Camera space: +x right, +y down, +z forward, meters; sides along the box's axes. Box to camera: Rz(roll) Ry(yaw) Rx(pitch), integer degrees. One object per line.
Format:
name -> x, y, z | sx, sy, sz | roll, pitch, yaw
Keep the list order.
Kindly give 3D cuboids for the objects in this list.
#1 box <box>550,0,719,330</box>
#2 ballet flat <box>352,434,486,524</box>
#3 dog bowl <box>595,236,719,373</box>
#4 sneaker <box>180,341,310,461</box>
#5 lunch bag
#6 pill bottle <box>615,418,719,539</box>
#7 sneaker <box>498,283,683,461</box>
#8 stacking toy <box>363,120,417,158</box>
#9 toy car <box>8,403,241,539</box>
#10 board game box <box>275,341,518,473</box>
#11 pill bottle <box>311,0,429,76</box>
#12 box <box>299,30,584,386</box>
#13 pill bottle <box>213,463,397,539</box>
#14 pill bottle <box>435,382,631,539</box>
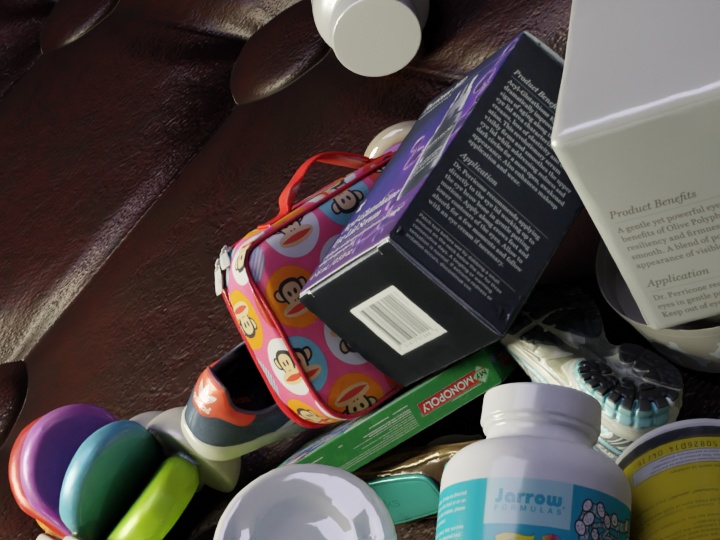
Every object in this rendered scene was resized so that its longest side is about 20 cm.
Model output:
box -> 0.246, -0.106, 1.210 | 0.197, 0.172, 0.201 | -16, 38, 25
ballet flat -> 0.077, 0.141, 1.340 | 0.199, 0.068, 0.072 | -11, 28, 46
dog bowl -> 0.260, -0.015, 1.293 | 0.199, 0.059, 0.201 | -23, 36, 17
sneaker -> -0.043, 0.072, 1.454 | 0.199, 0.085, 0.075 | -27, 59, -34
lunch bag -> 0.000, 0.000, 1.395 | 0.199, 0.177, 0.082 | -29, 2, -27
pill bottle -> 0.202, 0.189, 1.087 | 0.111, 0.112, 0.201 | -28, 34, 21
sneaker -> 0.140, 0.078, 1.300 | 0.077, 0.087, 0.200 | -11, 30, -21
stacking toy -> 0.055, -0.031, 1.545 | 0.085, 0.085, 0.201 | -32, 38, 17
toy car -> -0.200, 0.168, 1.493 | 0.176, 0.150, 0.200 | -53, 14, -18
board game box -> 0.027, 0.105, 1.393 | 0.199, 0.029, 0.134 | -33, -2, 17
pill bottle -> 0.006, -0.273, 1.843 | 0.112, 0.113, 0.201 | -32, 34, 17
box -> 0.071, -0.041, 1.314 | 0.201, 0.104, 0.148 | -57, 12, -29
pill bottle -> -0.024, 0.212, 1.210 | 0.113, 0.201, 0.115 | -3, 60, 5
pill bottle -> 0.094, 0.169, 1.074 | 0.110, 0.110, 0.202 | -12, 62, 39
